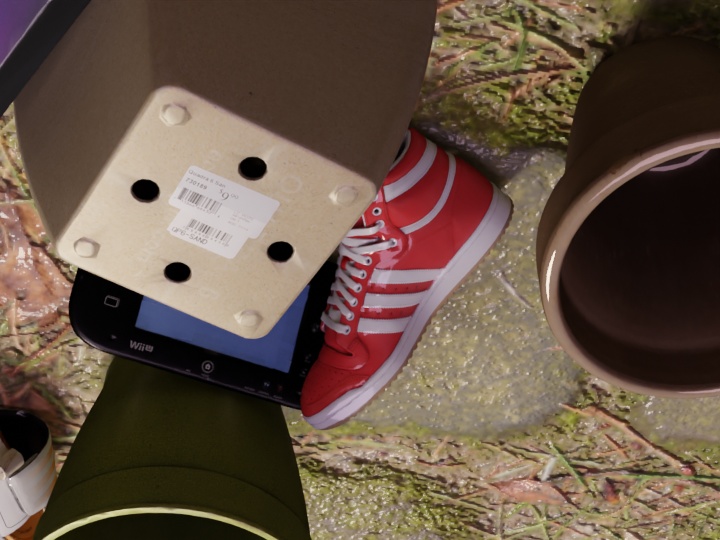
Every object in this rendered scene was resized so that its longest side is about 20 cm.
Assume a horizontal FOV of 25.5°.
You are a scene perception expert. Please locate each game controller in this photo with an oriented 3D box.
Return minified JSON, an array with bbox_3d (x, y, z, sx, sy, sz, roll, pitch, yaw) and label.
[{"bbox_3d":[-0.094,0.025,1.068,0.200,0.104,0.042,18,159,-17],"label":"game controller"}]

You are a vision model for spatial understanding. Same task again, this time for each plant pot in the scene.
[{"bbox_3d":[-0.124,0.151,1.101,0.200,0.193,0.201,0,133,0],"label":"plant pot"},{"bbox_3d":[-0.083,-0.081,0.923,0.200,0.177,0.200,25,125,-22],"label":"plant pot"},{"bbox_3d":[0.198,-0.052,0.961,0.200,0.175,0.200,-1,131,-1],"label":"plant pot"}]

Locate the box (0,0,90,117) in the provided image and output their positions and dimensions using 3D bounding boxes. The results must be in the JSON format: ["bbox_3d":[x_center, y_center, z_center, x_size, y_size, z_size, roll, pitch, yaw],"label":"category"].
[{"bbox_3d":[-0.258,-0.141,0.897,0.141,0.079,0.200,45,119,-1],"label":"box"}]

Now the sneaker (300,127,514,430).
[{"bbox_3d":[0.000,0.000,1.032,0.112,0.071,0.200,39,87,-27],"label":"sneaker"}]

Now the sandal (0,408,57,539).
[{"bbox_3d":[-0.259,0.126,1.154,0.059,0.079,0.207,-10,128,9],"label":"sandal"}]

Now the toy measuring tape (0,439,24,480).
[{"bbox_3d":[-0.271,0.049,1.068,0.074,0.074,0.200,-25,102,18],"label":"toy measuring tape"}]
